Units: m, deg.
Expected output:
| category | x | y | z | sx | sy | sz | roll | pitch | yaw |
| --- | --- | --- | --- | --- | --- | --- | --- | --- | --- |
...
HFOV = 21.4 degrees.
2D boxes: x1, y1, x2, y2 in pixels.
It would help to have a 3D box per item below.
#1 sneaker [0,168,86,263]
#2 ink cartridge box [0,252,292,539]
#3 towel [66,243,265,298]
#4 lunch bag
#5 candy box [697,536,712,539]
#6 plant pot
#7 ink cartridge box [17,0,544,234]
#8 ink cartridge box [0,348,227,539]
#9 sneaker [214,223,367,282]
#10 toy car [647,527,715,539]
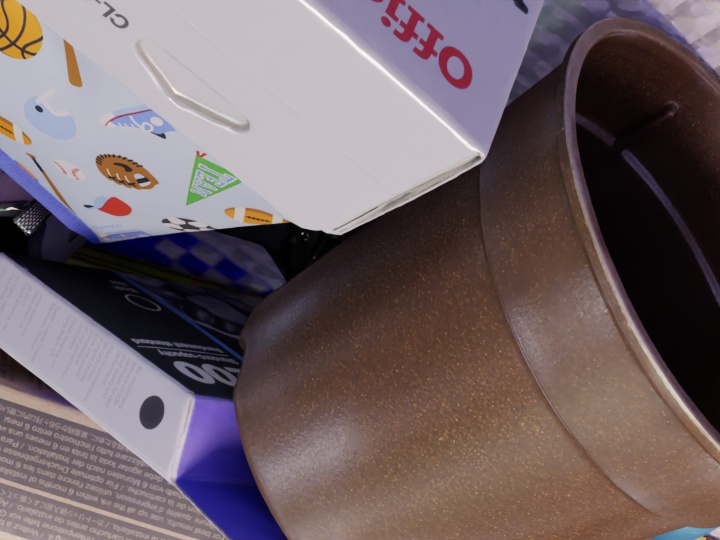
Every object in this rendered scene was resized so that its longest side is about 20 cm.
| category | x | y | z | sx | sy | sz | roll | pitch | yaw |
| --- | --- | --- | --- | --- | --- | --- | --- | --- | --- |
| sneaker | -0.195 | -0.010 | 0.936 | 0.078 | 0.140 | 0.200 | 46 | 139 | -8 |
| ink cartridge box | -0.046 | 0.062 | 0.865 | 0.199 | 0.044 | 0.197 | 34 | -167 | 37 |
| towel | -0.118 | 0.025 | 1.063 | 0.198 | 0.018 | 0.086 | 17 | 146 | 9 |
| lunch bag | -0.098 | -0.113 | 0.763 | 0.169 | 0.125 | 0.200 | -8 | 144 | 39 |
| candy box | 0.153 | 0.243 | 1.126 | 0.056 | 0.117 | 0.200 | 22 | 148 | 0 |
| plant pot | 0.068 | 0.034 | 0.764 | 0.197 | 0.201 | 0.200 | -29 | 123 | 33 |
| ink cartridge box | -0.006 | -0.137 | 0.602 | 0.145 | 0.201 | 0.083 | 38 | 144 | -24 |
| ink cartridge box | -0.140 | 0.086 | 0.934 | 0.163 | 0.076 | 0.200 | 20 | -178 | -12 |
| sneaker | 0.000 | 0.000 | 0.898 | 0.199 | 0.084 | 0.077 | 27 | 146 | -8 |
| toy car | 0.058 | 0.118 | 0.974 | 0.199 | 0.177 | 0.184 | 35 | 158 | 2 |
